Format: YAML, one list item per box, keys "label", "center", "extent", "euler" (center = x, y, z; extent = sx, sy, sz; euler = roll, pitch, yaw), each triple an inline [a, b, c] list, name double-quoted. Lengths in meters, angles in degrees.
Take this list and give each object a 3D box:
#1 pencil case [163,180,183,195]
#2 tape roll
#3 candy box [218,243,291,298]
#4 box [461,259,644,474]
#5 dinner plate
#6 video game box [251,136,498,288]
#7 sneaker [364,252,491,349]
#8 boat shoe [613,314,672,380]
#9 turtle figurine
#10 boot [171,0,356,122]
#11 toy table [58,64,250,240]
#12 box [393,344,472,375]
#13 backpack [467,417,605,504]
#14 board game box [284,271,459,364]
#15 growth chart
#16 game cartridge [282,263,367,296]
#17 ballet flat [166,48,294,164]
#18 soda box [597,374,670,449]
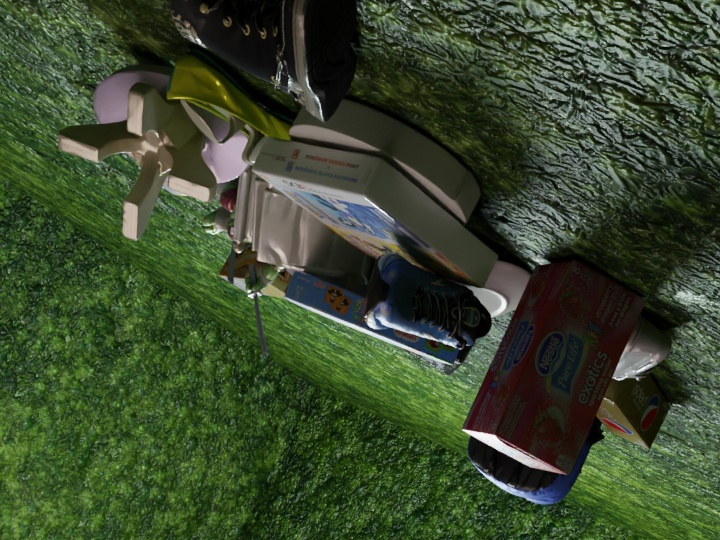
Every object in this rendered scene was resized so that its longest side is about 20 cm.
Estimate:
- label: "pencil case"
  center: [-0.232, -0.157, 1.494]
  extent: [0.090, 0.083, 0.200]
  euler: [34, 170, 9]
- label: "tape roll"
  center: [0.024, -0.104, 1.192]
  extent: [0.202, 0.037, 0.203]
  euler: [27, 169, 6]
- label: "candy box"
  center: [-0.127, -0.026, 1.741]
  extent: [0.055, 0.116, 0.200]
  euler: [34, 168, -22]
- label: "box"
  center: [0.198, 0.098, 1.243]
  extent: [0.095, 0.201, 0.100]
  euler: [28, 170, -12]
- label: "dinner plate"
  center: [0.106, 0.030, 1.397]
  extent: [0.198, 0.024, 0.200]
  euler: [1, 157, 1]
- label: "video game box"
  center: [0.014, -0.059, 1.212]
  extent: [0.182, 0.047, 0.200]
  euler: [20, 168, 49]
- label: "sneaker"
  center: [0.074, 0.033, 1.199]
  extent: [0.089, 0.079, 0.200]
  euler: [11, 178, 31]
- label: "boat shoe"
  center: [0.299, 0.093, 1.347]
  extent: [0.068, 0.072, 0.200]
  euler: [27, 160, 5]
- label: "turtle figurine"
  center: [-0.158, -0.035, 1.580]
  extent: [0.193, 0.201, 0.144]
  euler: [34, 180, 37]
- label: "boot"
  center: [-0.082, -0.200, 0.938]
  extent: [0.153, 0.074, 0.204]
  euler: [30, 168, 9]
- label: "toy table"
  center: [-0.225, -0.138, 1.316]
  extent: [0.198, 0.117, 0.185]
  euler: [10, 124, 18]
- label: "box"
  center: [0.069, 0.058, 1.700]
  extent: [0.199, 0.087, 0.164]
  euler: [28, 169, 4]
- label: "backpack"
  center: [0.257, 0.222, 1.672]
  extent: [0.162, 0.201, 0.168]
  euler: [21, 167, 33]
- label: "board game box"
  center: [0.014, 0.055, 1.374]
  extent: [0.199, 0.037, 0.151]
  euler: [23, 177, 1]
- label: "growth chart"
  center: [-0.056, -0.054, 1.409]
  extent: [0.198, 0.146, 0.018]
  euler: [18, -155, -2]
- label: "game cartridge"
  center: [0.000, 0.000, 1.509]
  extent: [0.199, 0.134, 0.042]
  euler: [32, 138, -11]
- label: "ballet flat"
  center: [-0.120, -0.152, 1.266]
  extent: [0.199, 0.067, 0.067]
  euler: [34, 167, -27]
- label: "soda box"
  center: [0.335, 0.160, 1.536]
  extent: [0.064, 0.068, 0.200]
  euler: [22, 167, 34]
